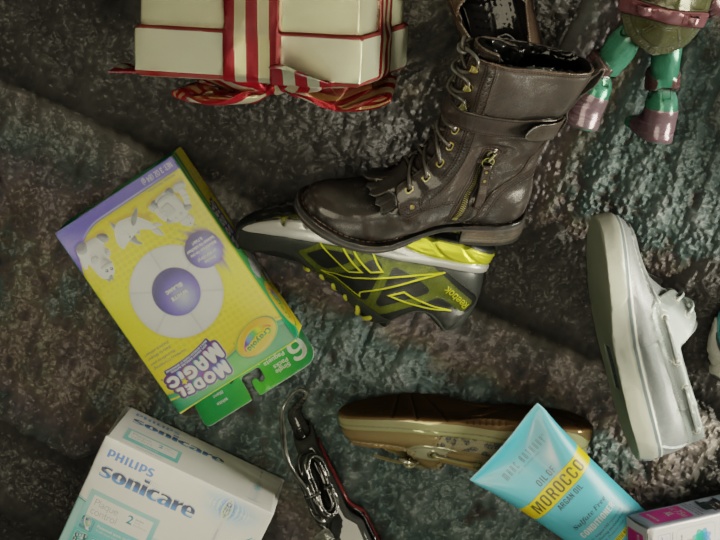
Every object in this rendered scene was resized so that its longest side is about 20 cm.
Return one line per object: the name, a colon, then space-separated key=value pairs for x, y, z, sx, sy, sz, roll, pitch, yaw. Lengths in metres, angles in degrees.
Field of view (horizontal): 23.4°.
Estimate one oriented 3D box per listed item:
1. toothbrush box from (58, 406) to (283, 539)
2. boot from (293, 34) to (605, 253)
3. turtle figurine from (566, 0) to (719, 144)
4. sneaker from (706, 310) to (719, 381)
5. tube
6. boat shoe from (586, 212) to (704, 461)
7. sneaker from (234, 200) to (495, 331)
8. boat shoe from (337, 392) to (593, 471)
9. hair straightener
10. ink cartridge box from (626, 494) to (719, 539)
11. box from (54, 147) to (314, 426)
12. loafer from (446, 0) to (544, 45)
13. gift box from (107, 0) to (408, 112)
toothbrush box: x=-0.169 y=0.233 z=1.388 sx=0.146 sy=0.085 sz=0.200 roll=26 pitch=102 yaw=-3
boot: x=0.060 y=-0.098 z=1.243 sx=0.199 sy=0.069 sz=0.174 roll=-2 pitch=136 yaw=-19
turtle figurine: x=0.211 y=-0.196 z=1.261 sx=0.149 sy=0.101 sz=0.201 roll=16 pitch=109 yaw=0
sneaker: x=0.367 y=0.060 z=1.321 sx=0.199 sy=0.078 sz=0.080 roll=7 pitch=95 yaw=2
tube: x=0.177 y=0.186 z=1.345 sx=0.200 sy=0.050 sz=0.077 roll=39 pitch=91 yaw=-23
boat shoe: x=0.222 y=0.046 z=1.334 sx=0.071 sy=0.070 sz=0.201 roll=-15 pitch=105 yaw=-5
sneaker: x=0.000 y=0.000 z=1.327 sx=0.199 sy=0.074 sz=0.085 roll=9 pitch=104 yaw=1
boat shoe: x=0.080 y=0.138 z=1.355 sx=0.199 sy=0.073 sz=0.063 roll=6 pitch=103 yaw=1
hair straightener: x=-0.018 y=0.188 z=1.371 sx=0.041 sy=0.077 sz=0.201 roll=-18 pitch=101 yaw=9
ink cartridge box: x=0.301 y=0.232 z=1.354 sx=0.199 sy=0.042 sz=0.120 roll=-8 pitch=104 yaw=-20
box: x=-0.134 y=0.020 z=1.356 sx=0.117 sy=0.048 sz=0.200 roll=-33 pitch=101 yaw=11
loafer: x=0.093 y=-0.216 z=1.269 sx=0.073 sy=0.071 sz=0.200 roll=-23 pitch=98 yaw=6
gift box: x=-0.068 y=-0.206 z=1.216 sx=0.184 sy=0.200 sz=0.187 roll=5 pitch=103 yaw=17
